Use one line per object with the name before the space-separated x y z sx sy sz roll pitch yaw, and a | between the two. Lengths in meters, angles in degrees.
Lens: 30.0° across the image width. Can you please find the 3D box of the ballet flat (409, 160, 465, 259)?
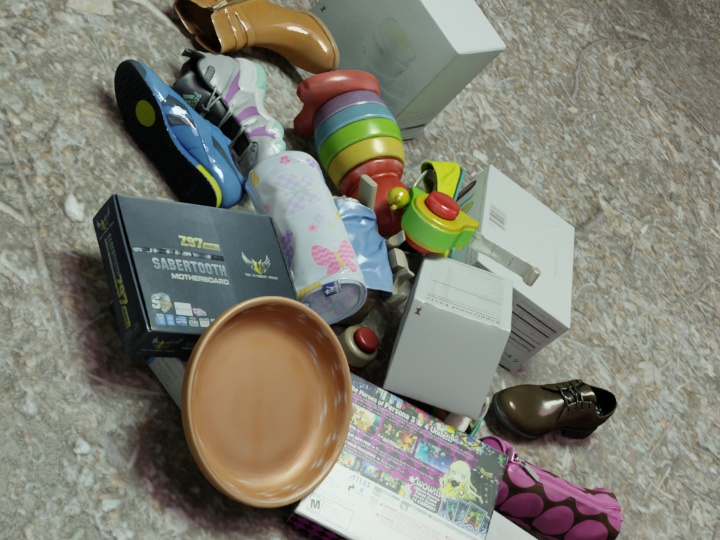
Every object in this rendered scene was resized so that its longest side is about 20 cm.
ballet flat | 0.091 -0.075 1.701 0.067 0.067 0.200 19 39 -6

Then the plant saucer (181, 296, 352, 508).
plant saucer | -0.093 0.125 1.289 0.200 0.037 0.201 3 86 -42

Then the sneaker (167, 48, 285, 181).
sneaker | -0.171 -0.183 1.567 0.139 0.078 0.200 15 39 -34

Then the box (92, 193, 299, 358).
box | -0.157 0.010 1.341 0.199 0.051 0.158 8 52 -41

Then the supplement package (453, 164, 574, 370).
supplement package | 0.180 -0.005 1.722 0.156 0.111 0.200 35 37 -18

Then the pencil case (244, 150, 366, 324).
pencil case | -0.061 -0.035 1.464 0.090 0.083 0.201 -17 57 -6

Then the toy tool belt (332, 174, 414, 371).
toy tool belt | 0.000 0.000 1.523 0.125 0.123 0.201 10 51 -39

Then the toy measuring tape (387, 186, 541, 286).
toy measuring tape | 0.114 -0.034 1.544 0.200 0.074 0.074 33 36 3

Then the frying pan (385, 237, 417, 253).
frying pan | 0.043 -0.036 1.677 0.115 0.031 0.191 16 50 -34

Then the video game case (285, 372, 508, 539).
video game case | 0.042 0.224 1.378 0.199 0.036 0.182 28 50 -7

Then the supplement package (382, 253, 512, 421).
supplement package | 0.100 0.068 1.495 0.113 0.110 0.200 19 17 2

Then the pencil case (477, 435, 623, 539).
pencil case | 0.210 0.257 1.527 0.199 0.094 0.091 26 41 -29

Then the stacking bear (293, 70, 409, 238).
stacking bear | 0.003 -0.132 1.636 0.113 0.122 0.201 -15 67 -13

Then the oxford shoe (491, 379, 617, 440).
oxford shoe | 0.242 0.161 1.656 0.199 0.084 0.073 3 57 -42

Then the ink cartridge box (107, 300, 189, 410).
ink cartridge box | -0.133 0.074 1.386 0.198 0.043 0.200 53 38 7

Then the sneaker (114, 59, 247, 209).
sneaker | -0.200 -0.154 1.505 0.200 0.066 0.078 54 43 1

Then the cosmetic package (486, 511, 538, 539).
cosmetic package | 0.179 0.337 1.456 0.200 0.051 0.083 36 36 -16

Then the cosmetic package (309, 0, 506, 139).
cosmetic package | 0.049 -0.309 1.793 0.123 0.200 0.200 -17 69 -51

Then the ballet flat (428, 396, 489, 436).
ballet flat | 0.113 0.167 1.530 0.067 0.070 0.200 45 36 -4

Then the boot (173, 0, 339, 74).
boot | -0.134 -0.300 1.710 0.200 0.074 0.155 38 34 7
